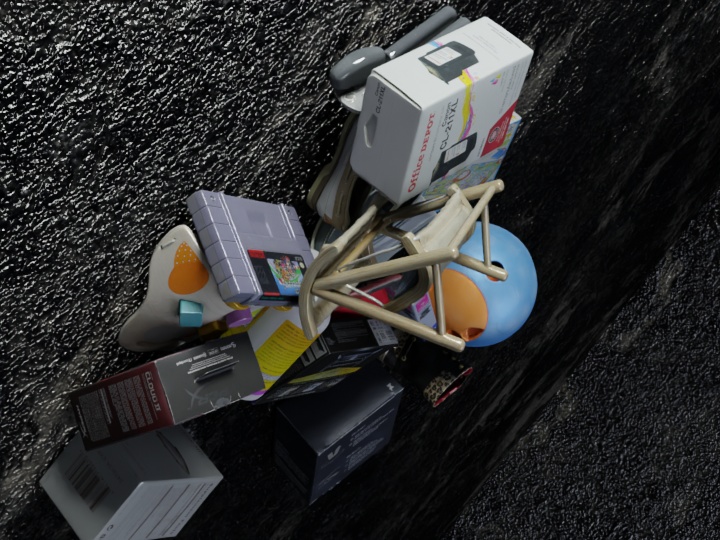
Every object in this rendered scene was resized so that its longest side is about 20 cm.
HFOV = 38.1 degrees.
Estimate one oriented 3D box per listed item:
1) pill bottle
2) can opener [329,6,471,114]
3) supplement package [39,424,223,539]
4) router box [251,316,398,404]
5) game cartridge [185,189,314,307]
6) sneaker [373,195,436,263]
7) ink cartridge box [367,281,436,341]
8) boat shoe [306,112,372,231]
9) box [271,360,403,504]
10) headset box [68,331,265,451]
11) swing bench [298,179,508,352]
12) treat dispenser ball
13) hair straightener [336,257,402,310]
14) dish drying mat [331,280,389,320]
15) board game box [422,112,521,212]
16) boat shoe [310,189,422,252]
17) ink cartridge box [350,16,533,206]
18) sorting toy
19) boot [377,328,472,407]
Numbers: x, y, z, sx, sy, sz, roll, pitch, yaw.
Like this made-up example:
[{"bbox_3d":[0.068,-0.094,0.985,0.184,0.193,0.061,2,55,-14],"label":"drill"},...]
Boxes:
[{"bbox_3d":[-0.108,0.067,1.349,0.200,0.105,0.104,-46,159,19],"label":"pill bottle"},{"bbox_3d":[0.051,-0.248,1.209,0.199,0.053,0.067,-37,155,-24],"label":"can opener"},{"bbox_3d":[-0.295,0.274,1.368,0.118,0.117,0.200,-50,158,8],"label":"supplement package"},{"bbox_3d":[-0.058,0.129,1.534,0.156,0.053,0.199,-35,163,26],"label":"router box"},{"bbox_3d":[-0.111,-0.021,1.197,0.038,0.131,0.199,-33,164,22],"label":"game cartridge"},{"bbox_3d":[0.012,-0.045,1.453,0.199,0.071,0.073,-34,163,-15],"label":"sneaker"},{"bbox_3d":[0.060,0.041,1.611,0.042,0.119,0.200,-47,158,-8],"label":"ink cartridge box"},{"bbox_3d":[0.008,-0.140,1.290,0.074,0.068,0.201,-15,141,-52],"label":"boat shoe"},{"bbox_3d":[-0.043,0.267,1.803,0.196,0.117,0.201,-34,155,-27],"label":"box"},{"bbox_3d":[-0.219,0.138,1.213,0.198,0.076,0.148,-21,178,41],"label":"headset box"},{"bbox_3d":[0.050,-0.014,1.207,0.199,0.197,0.132,-49,138,-55],"label":"swing bench"},{"bbox_3d":[0.188,0.023,1.703,0.200,0.201,0.202,-37,156,-20],"label":"treat dispenser ball"},{"bbox_3d":[0.000,0.000,1.492,0.197,0.078,0.041,-23,153,-1],"label":"hair straightener"},{"bbox_3d":[-0.049,0.079,1.536,0.198,0.018,0.077,-27,154,0],"label":"dish drying mat"},{"bbox_3d":[0.146,-0.157,1.551,0.199,0.034,0.135,-27,150,-39],"label":"board game box"},{"bbox_3d":[0.014,-0.077,1.381,0.200,0.061,0.073,-44,122,-19],"label":"boat shoe"},{"bbox_3d":[0.093,-0.185,1.209,0.199,0.083,0.147,-32,151,-35],"label":"ink cartridge box"},{"bbox_3d":[-0.191,0.042,1.235,0.179,0.108,0.199,-34,163,23],"label":"sorting toy"},{"bbox_3d":[0.143,0.131,1.864,0.200,0.151,0.073,-42,157,-11],"label":"boot"}]
